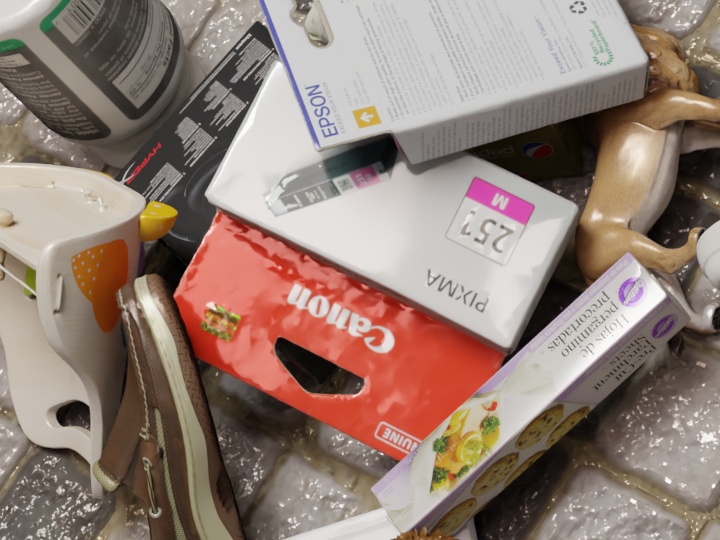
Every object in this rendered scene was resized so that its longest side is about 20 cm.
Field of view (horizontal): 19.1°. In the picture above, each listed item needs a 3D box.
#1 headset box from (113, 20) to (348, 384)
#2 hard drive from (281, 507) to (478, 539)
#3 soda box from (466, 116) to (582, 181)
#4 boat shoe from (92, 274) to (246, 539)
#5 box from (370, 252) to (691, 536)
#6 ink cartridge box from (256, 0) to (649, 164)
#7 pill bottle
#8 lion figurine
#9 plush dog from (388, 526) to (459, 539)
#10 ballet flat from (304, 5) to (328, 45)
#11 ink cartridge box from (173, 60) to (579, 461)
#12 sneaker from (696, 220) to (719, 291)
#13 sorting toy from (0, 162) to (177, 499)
[{"bbox_3d":[-0.038,-0.039,1.331,0.149,0.075,0.200,-49,56,-4],"label":"headset box"},{"bbox_3d":[0.016,0.233,1.199,0.131,0.025,0.201,-19,59,15],"label":"hard drive"},{"bbox_3d":[0.100,-0.156,1.330,0.064,0.068,0.201,-7,63,21],"label":"soda box"},{"bbox_3d":[-0.118,0.105,1.227,0.074,0.203,0.075,-15,15,-4],"label":"boat shoe"},{"bbox_3d":[0.093,0.075,1.191,0.200,0.041,0.039,-43,55,7],"label":"box"},{"bbox_3d":[0.041,-0.156,1.250,0.199,0.043,0.197,-16,56,-8],"label":"ink cartridge box"},{"bbox_3d":[-0.183,-0.151,1.378,0.112,0.200,0.114,-10,61,19],"label":"pill bottle"},{"bbox_3d":[0.162,-0.051,1.249,0.122,0.072,0.201,8,73,36],"label":"lion figurine"},{"bbox_3d":[0.005,0.219,1.123,0.200,0.161,0.172,-39,29,-1],"label":"plush dog"},{"bbox_3d":[-0.007,-0.194,1.410,0.075,0.068,0.201,-32,47,33],"label":"ballet flat"},{"bbox_3d":[0.000,0.000,1.234,0.199,0.044,0.174,26,84,8],"label":"ink cartridge box"},{"bbox_3d":[0.282,0.019,1.142,0.199,0.074,0.116,-5,63,9],"label":"sneaker"},{"bbox_3d":[-0.181,0.039,1.307,0.200,0.106,0.181,28,121,56],"label":"sorting toy"}]
